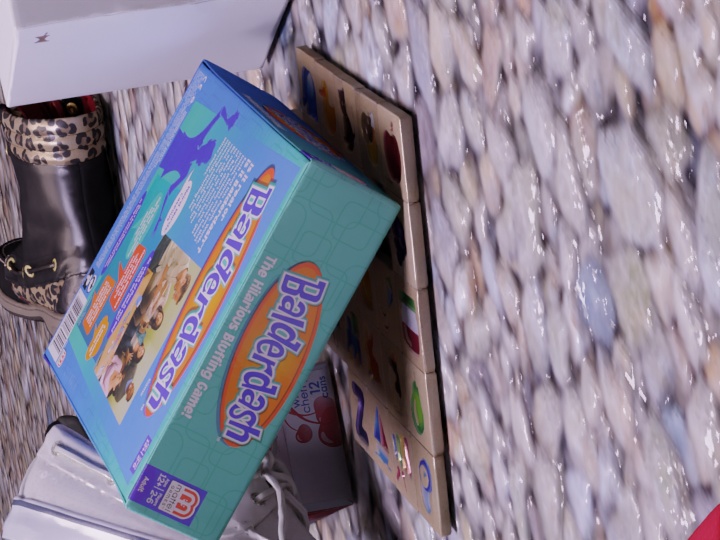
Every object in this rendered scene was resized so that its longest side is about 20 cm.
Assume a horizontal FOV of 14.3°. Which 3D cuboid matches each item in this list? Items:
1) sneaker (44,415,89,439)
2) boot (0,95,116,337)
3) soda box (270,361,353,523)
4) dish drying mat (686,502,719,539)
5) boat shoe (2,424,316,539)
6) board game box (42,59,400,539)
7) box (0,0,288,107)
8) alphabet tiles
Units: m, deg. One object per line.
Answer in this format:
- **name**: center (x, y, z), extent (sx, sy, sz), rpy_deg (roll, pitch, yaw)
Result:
- **sneaker**: center (-0.232, 0.211, 2.108), extent (0.076, 0.113, 0.201), rpy_deg (-169, 72, -74)
- **boot**: center (-0.202, -0.042, 1.878), extent (0.200, 0.073, 0.152), rpy_deg (-147, 47, -68)
- **soda box**: center (-0.057, 0.093, 1.368), extent (0.200, 0.063, 0.070), rpy_deg (139, 120, -74)
- **dish drying mat**: center (0.095, 0.135, 0.844), extent (0.200, 0.018, 0.077), rpy_deg (106, 151, -64)
- **boat shoe**: center (-0.057, 0.102, 1.230), extent (0.075, 0.201, 0.087), rpy_deg (32, -107, -57)
- **board game box**: center (-0.062, 0.007, 1.172), extent (0.153, 0.045, 0.200), rpy_deg (-61, 20, 7)
- **box**: center (-0.115, -0.190, 1.282), extent (0.098, 0.124, 0.201), rpy_deg (119, 140, -70)
- **alphabet tiles**: center (0.000, 0.000, 1.181), extent (0.200, 0.007, 0.168), rpy_deg (-137, 39, -70)
